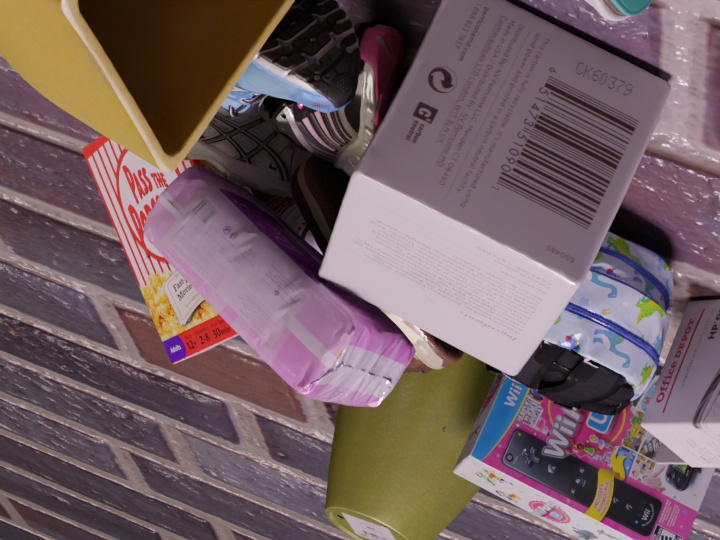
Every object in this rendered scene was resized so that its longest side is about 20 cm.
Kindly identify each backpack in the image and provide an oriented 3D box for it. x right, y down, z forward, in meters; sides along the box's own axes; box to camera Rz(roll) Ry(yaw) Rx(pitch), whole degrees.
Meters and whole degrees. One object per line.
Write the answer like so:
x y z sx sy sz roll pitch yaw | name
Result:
0.165 0.038 1.603 0.163 0.154 0.200 29 -174 3 | backpack

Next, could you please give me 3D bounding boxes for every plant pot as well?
-0.176 -0.219 1.336 0.199 0.195 0.196 24 160 26 | plant pot
0.052 0.151 1.889 0.186 0.201 0.187 22 158 9 | plant pot

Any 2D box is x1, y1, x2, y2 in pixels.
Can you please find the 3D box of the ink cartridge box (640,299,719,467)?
0.291 0.085 1.580 0.067 0.116 0.200 37 156 -28 | ink cartridge box

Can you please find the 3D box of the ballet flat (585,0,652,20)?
0.110 -0.216 1.186 0.069 0.070 0.200 11 154 35 | ballet flat

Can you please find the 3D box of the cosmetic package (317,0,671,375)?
0.086 -0.059 1.420 0.164 0.165 0.200 27 158 1 | cosmetic package

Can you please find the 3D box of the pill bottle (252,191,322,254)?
-0.045 -0.004 1.763 0.199 0.113 0.113 10 153 37 | pill bottle

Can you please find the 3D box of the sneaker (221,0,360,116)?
-0.067 -0.148 1.456 0.200 0.078 0.090 31 142 44 | sneaker

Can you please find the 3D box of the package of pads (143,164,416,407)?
-0.061 0.015 1.543 0.200 0.076 0.120 43 -173 25 | package of pads

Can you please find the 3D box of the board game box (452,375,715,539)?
0.200 0.148 1.785 0.199 0.148 0.064 26 160 -2 | board game box

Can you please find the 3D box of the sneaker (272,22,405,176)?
-0.022 -0.128 1.508 0.087 0.074 0.200 20 163 0 | sneaker

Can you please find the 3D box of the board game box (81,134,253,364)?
-0.141 -0.037 1.711 0.151 0.046 0.201 -26 86 53 | board game box

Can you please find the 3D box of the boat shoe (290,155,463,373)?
-0.002 0.004 1.629 0.075 0.075 0.203 -23 110 36 | boat shoe

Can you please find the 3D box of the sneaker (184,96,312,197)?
-0.091 -0.120 1.607 0.199 0.088 0.076 15 -151 -25 | sneaker
